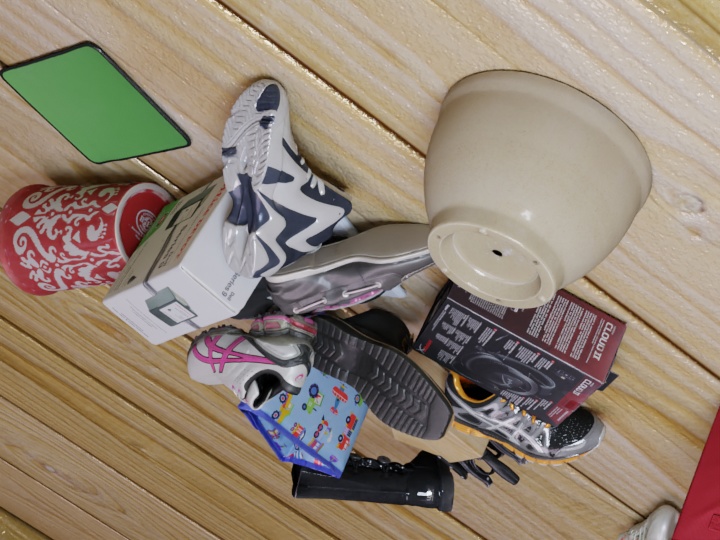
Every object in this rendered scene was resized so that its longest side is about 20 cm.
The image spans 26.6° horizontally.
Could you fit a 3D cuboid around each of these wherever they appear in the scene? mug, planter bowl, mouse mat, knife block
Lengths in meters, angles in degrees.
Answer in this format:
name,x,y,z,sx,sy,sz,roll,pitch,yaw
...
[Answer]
name,x,y,z,sx,sy,sz,roll,pitch,yaw
mug,-0.298,-0.042,1.792,0.199,0.135,0.177,-4,178,40
planter bowl,0.135,-0.055,1.316,0.199,0.135,0.201,22,152,12
mouse mat,-0.288,-0.176,1.646,0.199,0.008,0.161,-3,139,48
knife block,0.123,0.182,1.822,0.174,0.064,0.201,17,151,20

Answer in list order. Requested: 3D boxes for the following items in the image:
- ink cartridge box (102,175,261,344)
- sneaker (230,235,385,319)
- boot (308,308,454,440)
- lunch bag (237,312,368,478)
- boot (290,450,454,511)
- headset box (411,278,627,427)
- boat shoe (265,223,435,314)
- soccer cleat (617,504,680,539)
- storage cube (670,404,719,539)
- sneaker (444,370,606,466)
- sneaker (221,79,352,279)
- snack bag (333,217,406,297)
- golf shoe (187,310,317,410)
name,x,y,z,sx,sy,sz,roll,pitch,yaw
ink cartridge box,-0.170,-0.015,1.621,0.084,0.147,0.199,40,150,-19
sneaker,-0.049,0.012,1.651,0.198,0.081,0.086,-6,170,29
boot,0.046,0.100,1.662,0.199,0.138,0.078,37,115,23
lunch bag,-0.069,0.128,1.784,0.093,0.152,0.200,11,156,30
boot,0.010,0.256,1.932,0.198,0.066,0.165,4,-176,-5
headset box,0.169,0.074,1.574,0.199,0.078,0.149,27,154,0
boat shoe,0.000,0.000,1.557,0.198,0.067,0.057,-11,122,14
soccer cleat,0.353,0.338,1.877,0.077,0.070,0.201,22,156,18
storage cube,0.429,0.258,1.537,0.170,0.181,0.201,11,150,30
sneaker,0.179,0.158,1.719,0.198,0.079,0.078,12,136,23
sneaker,-0.064,-0.096,1.508,0.079,0.129,0.201,21,117,45
snack bag,-0.062,-0.024,1.683,0.199,0.022,0.189,3,143,40
golf shoe,-0.127,0.105,1.649,0.072,0.093,0.199,23,154,-35
